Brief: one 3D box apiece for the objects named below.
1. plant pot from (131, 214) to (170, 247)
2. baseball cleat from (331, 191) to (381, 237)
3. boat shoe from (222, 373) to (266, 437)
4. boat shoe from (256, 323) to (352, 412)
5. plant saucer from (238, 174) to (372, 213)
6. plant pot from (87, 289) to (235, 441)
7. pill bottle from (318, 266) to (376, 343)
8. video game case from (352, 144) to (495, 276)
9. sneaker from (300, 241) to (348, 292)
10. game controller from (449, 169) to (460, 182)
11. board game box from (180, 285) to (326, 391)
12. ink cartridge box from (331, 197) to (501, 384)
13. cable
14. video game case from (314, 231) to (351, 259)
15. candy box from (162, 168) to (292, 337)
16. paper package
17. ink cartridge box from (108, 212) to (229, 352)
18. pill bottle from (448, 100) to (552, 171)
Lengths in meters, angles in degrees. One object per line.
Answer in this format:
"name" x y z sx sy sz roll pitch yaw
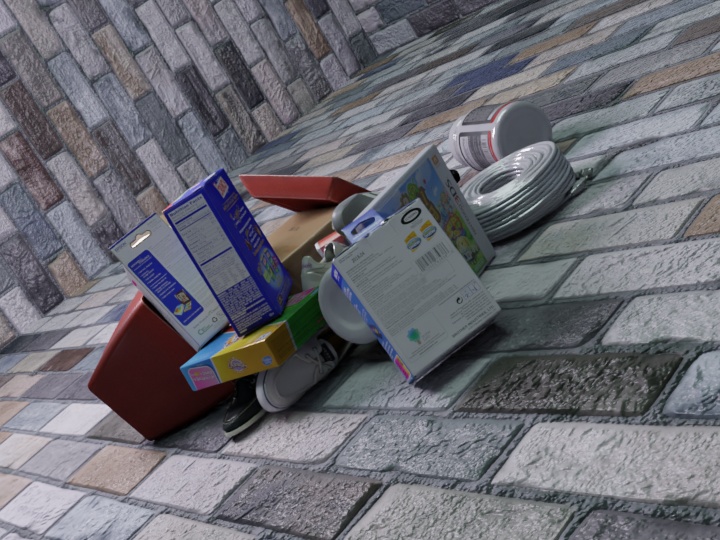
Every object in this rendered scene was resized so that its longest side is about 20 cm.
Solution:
"plant pot" -0.255 -0.027 1.573 0.135 0.200 0.201 -45 14 9
"baseball cleat" 0.058 -0.091 1.391 0.197 0.071 0.106 -11 -8 -31
"boat shoe" -0.150 0.154 1.405 0.074 0.067 0.200 -20 21 40
"boat shoe" -0.064 0.119 1.350 0.069 0.072 0.200 -21 13 44
"plant saucer" -0.078 -0.125 1.688 0.197 0.037 0.199 3 -6 29
"plant pot" -0.314 0.142 1.555 0.176 0.200 0.200 -44 15 10
"pill bottle" 0.037 0.014 1.347 0.111 0.114 0.199 -20 7 37
"video game case" 0.091 -0.042 1.308 0.022 0.184 0.200 -16 22 45
"sneaker" 0.000 0.000 1.448 0.197 0.102 0.074 -12 0 -34
"game controller" 0.101 -0.126 1.674 0.103 0.043 0.200 -25 -6 -14
"board game box" -0.138 0.093 1.361 0.198 0.041 0.153 -21 15 43
"ink cartridge box" 0.055 0.012 1.174 0.135 0.201 0.076 -34 -9 -11
"cable" 0.223 -0.114 1.471 0.199 0.070 0.199 -39 17 -20
"video game case" 0.044 -0.047 1.514 0.198 0.143 0.018 -31 48 5
"candy box" -0.181 -0.030 1.375 0.076 0.202 0.169 -28 11 8
"paper package" -0.097 -0.013 1.643 0.190 0.104 0.199 -41 19 -25
"ink cartridge box" -0.270 0.017 1.448 0.095 0.200 0.037 -41 -5 -28
"pill bottle" 0.234 -0.228 1.696 0.115 0.117 0.200 -36 17 -13
